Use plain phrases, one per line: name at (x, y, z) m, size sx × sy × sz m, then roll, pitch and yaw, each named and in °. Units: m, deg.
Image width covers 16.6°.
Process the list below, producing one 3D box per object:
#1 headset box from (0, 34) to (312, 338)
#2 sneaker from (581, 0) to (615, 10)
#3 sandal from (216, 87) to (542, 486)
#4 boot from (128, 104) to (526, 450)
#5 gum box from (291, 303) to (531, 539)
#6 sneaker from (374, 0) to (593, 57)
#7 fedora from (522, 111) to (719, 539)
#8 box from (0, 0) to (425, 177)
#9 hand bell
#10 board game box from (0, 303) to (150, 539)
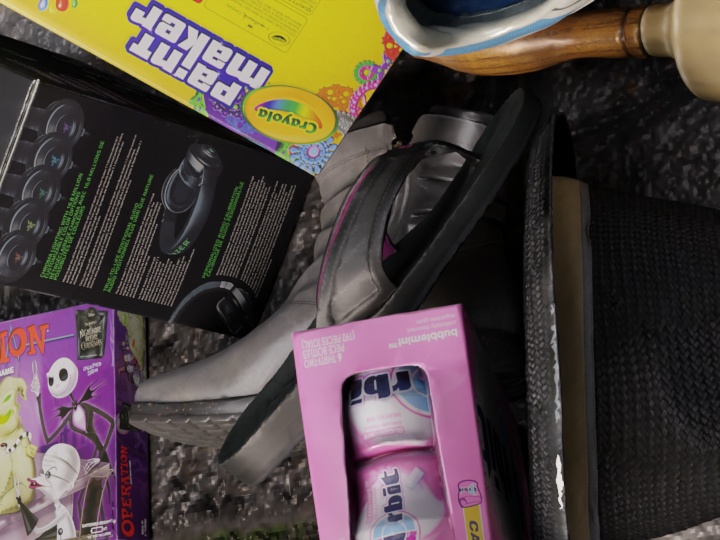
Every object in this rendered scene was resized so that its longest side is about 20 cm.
headset box at (-0.156, -0.052, 1.129) m, size 0.174 × 0.200 × 0.093 m, roll 25°, pitch 96°, yaw 38°
sneaker at (0.093, -0.200, 1.042) m, size 0.075 × 0.081 × 0.200 m, roll 35°, pitch 103°, yaw 39°
sandal at (0.000, 0.001, 1.005) m, size 0.048 × 0.075 × 0.201 m, roll 38°, pitch 99°, yaw -9°
boot at (-0.014, 0.005, 1.101) m, size 0.200 × 0.070 × 0.132 m, roll -12°, pitch 70°, yaw 24°
gum box at (0.028, 0.095, 0.952) m, size 0.066 × 0.200 × 0.114 m, roll -11°, pitch 72°, yaw 7°
sneaker at (0.092, -0.138, 0.921) m, size 0.200 × 0.072 × 0.073 m, roll -30°, pitch 22°, yaw 26°
fedora at (0.111, 0.034, 0.947) m, size 0.091 × 0.201 × 0.201 m, roll -2°, pitch 78°, yaw 6°
box at (-0.082, -0.167, 1.052) m, size 0.122 × 0.200 × 0.193 m, roll -56°, pitch 21°, yaw 15°
hand bell at (0.106, -0.096, 0.982) m, size 0.200 × 0.104 × 0.104 m, roll 3°, pitch 83°, yaw 33°
board game box at (-0.187, 0.088, 1.237) m, size 0.200 × 0.032 × 0.120 m, roll -13°, pitch 69°, yaw 36°
